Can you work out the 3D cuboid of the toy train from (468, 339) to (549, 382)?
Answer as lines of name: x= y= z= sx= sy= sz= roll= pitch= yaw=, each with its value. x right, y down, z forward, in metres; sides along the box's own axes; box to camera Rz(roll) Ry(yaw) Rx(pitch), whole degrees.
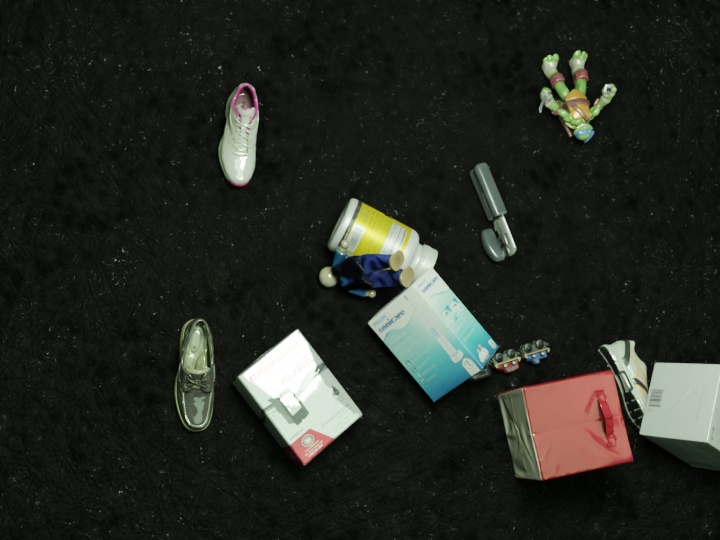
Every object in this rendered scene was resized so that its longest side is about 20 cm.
toy train: x=0.292 y=0.182 z=1.699 sx=0.197 sy=0.034 sz=0.046 roll=-16 pitch=85 yaw=-17

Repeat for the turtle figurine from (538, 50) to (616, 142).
turtle figurine: x=0.455 y=-0.389 z=1.803 sx=0.199 sy=0.143 sz=0.196 roll=31 pitch=42 yaw=-49

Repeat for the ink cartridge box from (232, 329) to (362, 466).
ink cartridge box: x=-0.117 y=0.231 z=1.558 sx=0.145 sy=0.083 sz=0.201 roll=-38 pitch=88 yaw=-19

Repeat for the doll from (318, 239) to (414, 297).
doll: x=0.000 y=0.000 z=1.597 sx=0.137 sy=0.198 sz=0.049 roll=57 pitch=47 yaw=-26

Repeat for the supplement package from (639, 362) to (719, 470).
supplement package: x=0.678 y=0.291 z=1.675 sx=0.199 sy=0.150 sz=0.154 roll=31 pitch=69 yaw=-31

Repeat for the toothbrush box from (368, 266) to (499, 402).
toothbrush box: x=0.135 y=0.121 z=1.606 sx=0.200 sy=0.146 sz=0.085 roll=48 pitch=40 yaw=1

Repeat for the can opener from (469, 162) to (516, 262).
can opener: x=0.262 y=-0.118 z=1.752 sx=0.066 sy=0.053 sz=0.202 roll=-18 pitch=81 yaw=-18

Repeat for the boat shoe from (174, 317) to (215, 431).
boat shoe: x=-0.296 y=0.184 z=1.533 sx=0.071 sy=0.066 sz=0.204 roll=2 pitch=77 yaw=-14

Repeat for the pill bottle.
pill bottle: x=0.045 y=-0.046 z=1.650 sx=0.198 sy=0.111 sz=0.112 roll=28 pitch=72 yaw=-7

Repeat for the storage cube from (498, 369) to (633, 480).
storage cube: x=0.380 y=0.294 z=1.614 sx=0.177 sy=0.200 sz=0.173 roll=-9 pitch=80 yaw=-9

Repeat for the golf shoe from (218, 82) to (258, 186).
golf shoe: x=-0.232 y=-0.265 z=1.643 sx=0.074 sy=0.091 sz=0.203 roll=3 pitch=78 yaw=-15

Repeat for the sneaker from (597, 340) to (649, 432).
sneaker: x=0.561 y=0.233 z=1.735 sx=0.079 sy=0.074 sz=0.202 roll=-20 pitch=83 yaw=-20
